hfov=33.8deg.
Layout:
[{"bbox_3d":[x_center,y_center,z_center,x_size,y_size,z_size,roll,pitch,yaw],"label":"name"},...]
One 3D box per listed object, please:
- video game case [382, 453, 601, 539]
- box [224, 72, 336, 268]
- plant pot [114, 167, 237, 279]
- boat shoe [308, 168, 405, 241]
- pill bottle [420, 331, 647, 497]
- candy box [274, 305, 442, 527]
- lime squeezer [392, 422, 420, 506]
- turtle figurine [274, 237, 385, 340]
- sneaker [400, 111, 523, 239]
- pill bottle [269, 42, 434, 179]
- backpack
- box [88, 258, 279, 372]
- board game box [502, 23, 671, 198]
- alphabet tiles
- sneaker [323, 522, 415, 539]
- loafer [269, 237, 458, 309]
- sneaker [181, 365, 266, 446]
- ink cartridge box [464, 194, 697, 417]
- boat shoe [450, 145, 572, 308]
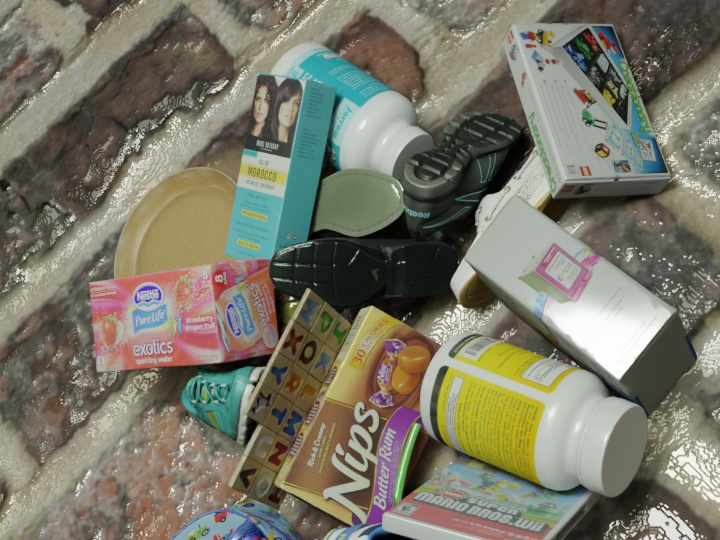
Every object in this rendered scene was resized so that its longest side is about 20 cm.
[{"bbox_3d":[0.124,0.211,1.069,0.141,0.199,0.018,9,102,26],"label":"video game case"},{"bbox_3d":[-0.087,-0.106,1.278,0.081,0.049,0.204,15,96,43],"label":"box"},{"bbox_3d":[-0.206,-0.023,1.395,0.197,0.027,0.204,-13,64,27],"label":"plant pot"},{"bbox_3d":[-0.018,-0.068,1.291,0.199,0.060,0.073,-7,85,39],"label":"boat shoe"},{"bbox_3d":[0.162,0.137,1.108,0.198,0.112,0.114,18,76,39],"label":"pill bottle"},{"bbox_3d":[0.009,0.152,1.188,0.115,0.056,0.202,29,79,-7],"label":"candy box"},{"bbox_3d":[0.051,0.253,1.132,0.069,0.038,0.204,-17,79,8],"label":"lime squeezer"},{"bbox_3d":[-0.058,0.041,1.290,0.197,0.064,0.164,-17,63,17],"label":"turtle figurine"},{"bbox_3d":[0.104,-0.105,1.251,0.075,0.080,0.199,26,43,29],"label":"sneaker"},{"bbox_3d":[-0.010,-0.168,1.330,0.199,0.111,0.111,36,85,32],"label":"pill bottle"},{"bbox_3d":[-0.127,0.322,1.165,0.182,0.135,0.200,-43,56,1],"label":"backpack"},{"bbox_3d":[-0.190,0.049,1.263,0.197,0.094,0.105,-6,89,39],"label":"box"},{"bbox_3d":[0.233,-0.169,1.229,0.124,0.035,0.203,-3,61,-18],"label":"board game box"},{"bbox_3d":[-0.061,0.138,1.190,0.007,0.167,0.202,20,78,32],"label":"alphabet tiles"},{"bbox_3d":[0.065,0.259,1.079,0.197,0.082,0.075,-3,74,-24],"label":"sneaker"},{"bbox_3d":[0.000,0.000,1.238,0.196,0.072,0.074,2,96,-11],"label":"loafer"},{"bbox_3d":[-0.142,0.134,1.216,0.079,0.200,0.079,24,72,-11],"label":"sneaker"},{"bbox_3d":[0.209,0.034,1.128,0.085,0.144,0.200,-48,59,0],"label":"ink cartridge box"},{"bbox_3d":[0.152,-0.050,1.236,0.069,0.071,0.200,33,75,31],"label":"boat shoe"}]
